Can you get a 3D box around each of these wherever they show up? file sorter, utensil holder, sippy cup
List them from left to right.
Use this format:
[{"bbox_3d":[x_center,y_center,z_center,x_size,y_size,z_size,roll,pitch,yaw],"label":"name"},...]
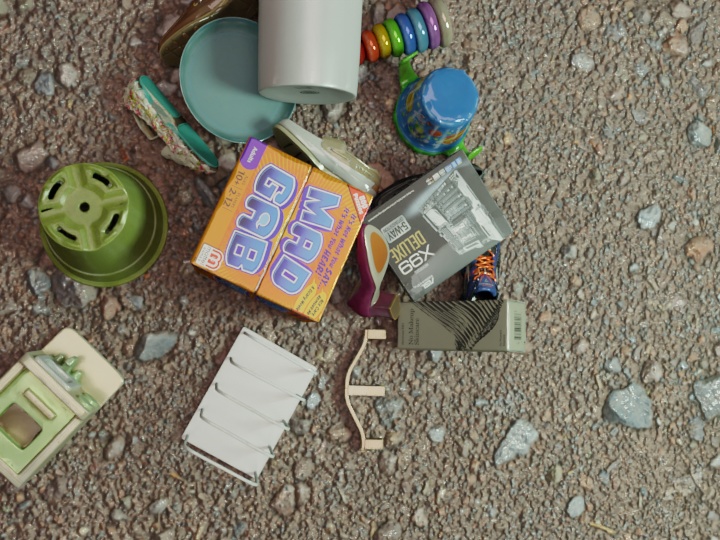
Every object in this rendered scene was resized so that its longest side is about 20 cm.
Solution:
[{"bbox_3d":[-0.168,0.208,1.214,0.138,0.125,0.201,30,81,-7],"label":"file sorter"},{"bbox_3d":[-0.079,-0.373,1.228,0.168,0.170,0.202,1,92,-9],"label":"utensil holder"},{"bbox_3d":[0.132,-0.270,1.296,0.177,0.130,0.141,20,82,-7],"label":"sippy cup"}]

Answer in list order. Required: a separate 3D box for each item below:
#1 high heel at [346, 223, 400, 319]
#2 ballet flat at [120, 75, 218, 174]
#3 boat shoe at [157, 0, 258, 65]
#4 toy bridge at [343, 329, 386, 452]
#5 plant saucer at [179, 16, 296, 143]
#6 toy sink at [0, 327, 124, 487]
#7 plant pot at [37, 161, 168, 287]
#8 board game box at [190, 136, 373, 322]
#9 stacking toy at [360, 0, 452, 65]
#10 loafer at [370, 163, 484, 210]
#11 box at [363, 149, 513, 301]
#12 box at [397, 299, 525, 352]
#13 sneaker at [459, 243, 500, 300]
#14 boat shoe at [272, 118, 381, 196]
[{"bbox_3d":[0.000,0.000,1.227,0.095,0.201,0.068,11,56,27],"label":"high heel"},{"bbox_3d":[-0.307,-0.221,1.260,0.064,0.076,0.200,-40,88,21],"label":"ballet flat"},{"bbox_3d":[-0.248,-0.411,1.282,0.200,0.072,0.068,-39,59,-2],"label":"boat shoe"},{"bbox_3d":[0.007,0.197,1.292,0.067,0.027,0.202,3,85,-7],"label":"toy bridge"},{"bbox_3d":[-0.197,-0.305,1.273,0.199,0.027,0.202,0,90,-26],"label":"plant saucer"},{"bbox_3d":[-0.471,0.196,1.170,0.130,0.112,0.200,45,80,-4],"label":"toy sink"},{"bbox_3d":[-0.394,-0.081,1.164,0.198,0.190,0.202,1,86,-8],"label":"plant pot"},{"bbox_3d":[-0.123,-0.052,1.201,0.199,0.200,0.201,25,83,-7],"label":"board game box"},{"bbox_3d":[0.050,-0.390,1.325,0.198,0.085,0.086,-20,89,-3],"label":"stacking toy"},{"bbox_3d":[0.112,-0.135,1.312,0.199,0.070,0.069,-20,90,-10],"label":"loafer"},{"bbox_3d":[0.119,-0.071,1.257,0.199,0.050,0.158,-34,96,-3],"label":"box"},{"bbox_3d":[0.158,0.088,1.245,0.068,0.199,0.083,9,79,-54],"label":"box"},{"bbox_3d":[0.205,0.019,1.312,0.075,0.078,0.202,5,85,-10],"label":"sneaker"},{"bbox_3d":[-0.053,-0.185,1.293,0.200,0.075,0.069,41,75,-12],"label":"boat shoe"}]
